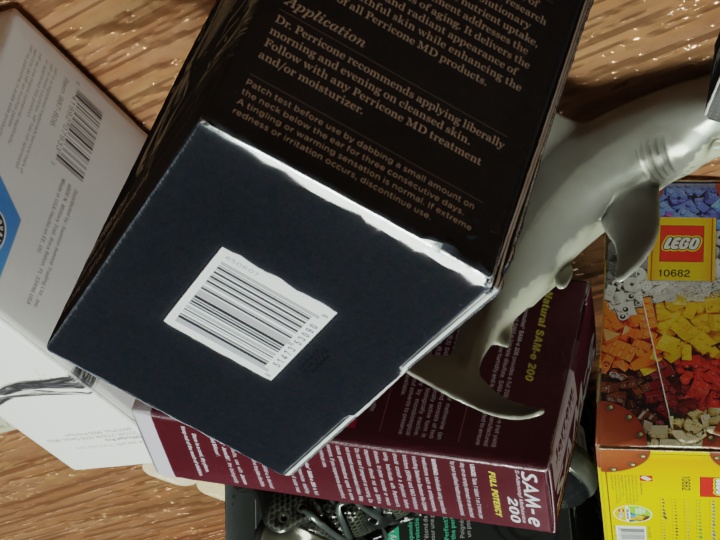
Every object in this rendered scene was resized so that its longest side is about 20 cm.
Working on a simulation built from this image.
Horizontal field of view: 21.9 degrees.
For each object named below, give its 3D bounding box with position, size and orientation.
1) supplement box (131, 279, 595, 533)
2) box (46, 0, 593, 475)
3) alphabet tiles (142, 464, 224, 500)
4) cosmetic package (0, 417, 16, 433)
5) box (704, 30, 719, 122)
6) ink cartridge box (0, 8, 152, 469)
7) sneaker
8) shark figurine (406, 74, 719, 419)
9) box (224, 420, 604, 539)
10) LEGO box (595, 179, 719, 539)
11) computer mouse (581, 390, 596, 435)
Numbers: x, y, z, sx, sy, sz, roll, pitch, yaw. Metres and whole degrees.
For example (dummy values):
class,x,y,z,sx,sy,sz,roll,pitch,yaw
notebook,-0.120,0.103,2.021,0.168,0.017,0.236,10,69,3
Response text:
class,x,y,z,sx,sy,sz,roll,pitch,yaw
supplement box,0.005,0.052,0.889,0.200,0.109,0.061,7,144,16
box,-0.012,-0.055,0.746,0.124,0.197,0.200,29,145,-10
alphabet tiles,-0.054,0.102,1.195,0.200,0.015,0.196,21,142,-16
cosmetic package,-0.239,-0.002,1.014,0.087,0.104,0.200,-18,140,37
box,0.233,-0.116,0.694,0.160,0.044,0.200,14,142,2
ink cartridge box,-0.157,-0.008,0.934,0.084,0.145,0.200,-9,143,33
sneaker,0.020,0.113,0.943,0.199,0.114,0.076,11,154,27
shark figurine,0.076,-0.027,0.836,0.090,0.214,0.128,49,165,-17
box,0.040,0.161,1.048,0.200,0.125,0.149,-11,154,18
LEGO box,0.165,0.071,0.950,0.077,0.149,0.200,1,148,11
computer mouse,0.212,0.117,1.104,0.200,0.053,0.139,-5,144,25
